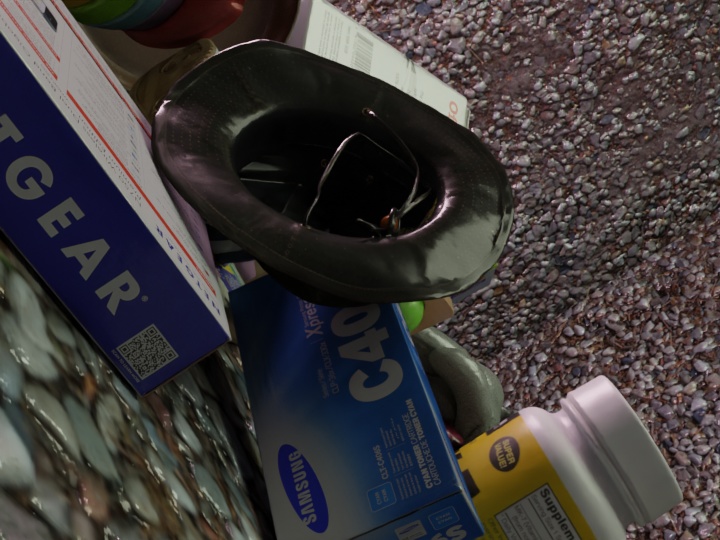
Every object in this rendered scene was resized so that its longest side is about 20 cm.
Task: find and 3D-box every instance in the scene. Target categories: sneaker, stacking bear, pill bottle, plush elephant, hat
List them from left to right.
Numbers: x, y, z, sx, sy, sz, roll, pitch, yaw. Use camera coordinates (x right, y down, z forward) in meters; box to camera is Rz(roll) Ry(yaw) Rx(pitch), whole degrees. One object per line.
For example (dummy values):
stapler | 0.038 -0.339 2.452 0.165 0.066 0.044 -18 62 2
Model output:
stacking bear | -0.184 -0.223 0.699 0.200 0.113 0.122 9 58 -61
sneaker | -0.095 -0.077 0.708 0.109 0.070 0.200 56 5 -30
hat | -0.021 -0.036 0.590 0.201 0.199 0.081 59 -36 30
plush elephant | 0.064 0.157 0.934 0.199 0.165 0.156 26 47 -5
pill bottle | 0.100 0.162 0.698 0.115 0.199 0.114 57 2 -3

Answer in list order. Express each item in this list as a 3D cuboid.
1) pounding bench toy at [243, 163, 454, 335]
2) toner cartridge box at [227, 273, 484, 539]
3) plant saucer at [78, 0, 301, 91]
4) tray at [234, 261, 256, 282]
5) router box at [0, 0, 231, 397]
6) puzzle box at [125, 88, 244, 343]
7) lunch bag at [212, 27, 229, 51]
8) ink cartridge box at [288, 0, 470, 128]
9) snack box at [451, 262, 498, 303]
pounding bench toy | 0.000 0.000 0.847 0.200 0.123 0.157 47 24 -48
toner cartridge box | -0.010 0.071 0.582 0.201 0.094 0.043 -110 174 -48
plant saucer | -0.145 -0.227 0.838 0.201 0.199 0.032 57 -15 -3
tray | -0.083 -0.001 0.893 0.108 0.022 0.200 58 11 18
router box | -0.141 -0.068 0.489 0.201 0.049 0.180 57 2 -27
puzzle box | -0.132 -0.046 0.699 0.201 0.025 0.133 59 2 13
lunch bag | -0.135 -0.189 0.960 0.200 0.082 0.163 -7 103 -88
ink cartridge box | -0.002 -0.125 0.950 0.199 0.083 0.146 27 59 -34
snack box | 0.010 -0.009 1.027 0.143 0.199 0.053 59 -17 18
